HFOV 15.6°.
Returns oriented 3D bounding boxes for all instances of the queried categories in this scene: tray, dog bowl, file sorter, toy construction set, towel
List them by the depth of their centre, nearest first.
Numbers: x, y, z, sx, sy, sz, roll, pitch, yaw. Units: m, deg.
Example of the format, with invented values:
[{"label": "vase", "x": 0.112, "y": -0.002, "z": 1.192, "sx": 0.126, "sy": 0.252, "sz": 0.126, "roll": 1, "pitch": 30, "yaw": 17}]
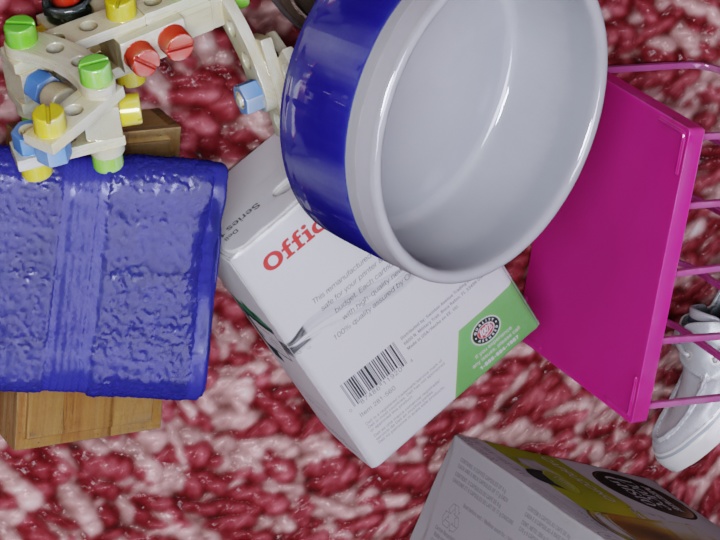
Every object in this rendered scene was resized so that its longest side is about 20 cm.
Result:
[{"label": "toy construction set", "x": -0.118, "y": -0.116, "z": 1.484, "sx": 0.200, "sy": 0.131, "sz": 0.092, "roll": -11, "pitch": 127, "yaw": -29}, {"label": "dog bowl", "x": 0.049, "y": -0.099, "z": 1.508, "sx": 0.200, "sy": 0.079, "sz": 0.201, "roll": -26, "pitch": 128, "yaw": -39}, {"label": "towel", "x": -0.180, "y": -0.001, "z": 1.517, "sx": 0.199, "sy": 0.050, "sz": 0.148, "roll": 3, "pitch": 106, "yaw": -15}, {"label": "tray", "x": -0.164, "y": 0.006, "z": 1.578, "sx": 0.098, "sy": 0.037, "sz": 0.201, "roll": -8, "pitch": 116, "yaw": -28}, {"label": "file sorter", "x": 0.205, "y": -0.025, "z": 1.720, "sx": 0.125, "sy": 0.139, "sz": 0.201, "roll": -5, "pitch": 115, "yaw": -31}]

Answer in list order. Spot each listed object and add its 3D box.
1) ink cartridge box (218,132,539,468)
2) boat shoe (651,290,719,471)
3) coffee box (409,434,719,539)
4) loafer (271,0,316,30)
[{"label": "ink cartridge box", "x": 0.000, "y": 0.000, "z": 1.642, "sx": 0.146, "sy": 0.084, "sz": 0.200, "roll": -40, "pitch": 126, "yaw": -10}, {"label": "boat shoe", "x": 0.255, "y": 0.046, "z": 1.834, "sx": 0.068, "sy": 0.072, "sz": 0.200, "roll": 33, "pitch": 101, "yaw": -16}, {"label": "coffee box", "x": 0.151, "y": 0.252, "z": 1.780, "sx": 0.197, "sy": 0.200, "sz": 0.200, "roll": 15, "pitch": 101, "yaw": -35}, {"label": "loafer", "x": -0.028, "y": -0.220, "z": 1.526, "sx": 0.073, "sy": 0.071, "sz": 0.200, "roll": -26, "pitch": 124, "yaw": -18}]
